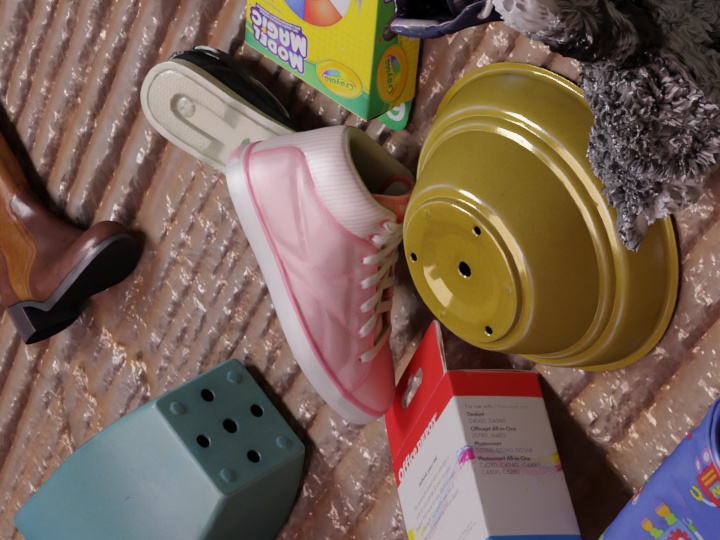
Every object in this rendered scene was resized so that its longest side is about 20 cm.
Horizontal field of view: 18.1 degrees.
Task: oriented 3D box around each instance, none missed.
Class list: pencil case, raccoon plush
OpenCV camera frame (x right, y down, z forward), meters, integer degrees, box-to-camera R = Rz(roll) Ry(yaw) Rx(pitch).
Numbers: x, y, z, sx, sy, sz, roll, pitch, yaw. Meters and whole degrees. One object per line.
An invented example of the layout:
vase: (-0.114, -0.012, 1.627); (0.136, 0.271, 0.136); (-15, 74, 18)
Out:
pencil case: (0.200, 0.150, 1.320); (0.087, 0.078, 0.200); (43, 141, 10)
raccoon plush: (0.121, -0.093, 1.182); (0.199, 0.097, 0.134); (25, 136, -23)

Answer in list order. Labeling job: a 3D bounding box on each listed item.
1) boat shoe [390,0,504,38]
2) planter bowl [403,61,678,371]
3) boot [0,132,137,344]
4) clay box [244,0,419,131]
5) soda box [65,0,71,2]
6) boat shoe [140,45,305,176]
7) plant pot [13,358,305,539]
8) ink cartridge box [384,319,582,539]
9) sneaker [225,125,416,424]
boat shoe: (0.096, -0.162, 1.219); (0.199, 0.093, 0.075); (-7, 109, 52)
planter bowl: (0.086, -0.015, 1.341); (0.200, 0.083, 0.201); (29, 133, 35)
boot: (-0.258, -0.063, 1.765); (0.201, 0.068, 0.188); (64, 152, 7)
clay box: (-0.015, -0.182, 1.380); (0.115, 0.047, 0.201); (35, 136, 32)
soda box: (-0.136, -0.240, 1.470); (0.200, 0.068, 0.064); (-20, 99, 54)
boat shoe: (-0.051, -0.074, 1.493); (0.200, 0.068, 0.072); (41, 117, 4)
plant pot: (-0.135, 0.165, 1.694); (0.142, 0.141, 0.200); (52, 136, 12)
ink cartridge box: (0.077, 0.143, 1.432); (0.116, 0.067, 0.201); (118, 147, -50)
sneaker: (0.000, 0.000, 1.430); (0.104, 0.075, 0.201); (-17, 107, 24)
